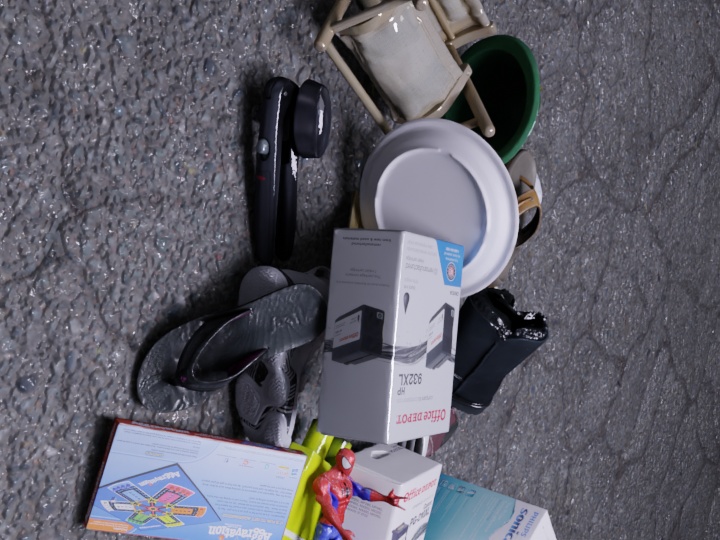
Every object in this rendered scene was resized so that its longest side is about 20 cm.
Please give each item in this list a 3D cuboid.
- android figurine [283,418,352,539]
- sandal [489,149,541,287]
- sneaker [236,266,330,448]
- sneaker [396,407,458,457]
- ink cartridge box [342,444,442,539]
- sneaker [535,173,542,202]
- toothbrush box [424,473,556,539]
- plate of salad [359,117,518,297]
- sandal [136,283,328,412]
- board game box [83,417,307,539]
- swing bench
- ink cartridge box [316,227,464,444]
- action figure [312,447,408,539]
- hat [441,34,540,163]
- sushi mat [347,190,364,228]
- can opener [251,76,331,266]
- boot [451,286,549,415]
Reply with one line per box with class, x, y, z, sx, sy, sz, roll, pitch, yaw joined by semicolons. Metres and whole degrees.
android figurine;-0.069;0.274;0.987;0.201;0.041;0.182;-65;154;-21
sandal;0.205;-0.068;1.140;0.082;0.054;0.201;52;50;-42
sneaker;-0.069;0.091;0.935;0.115;0.075;0.201;-10;104;-48
sneaker;0.097;0.159;1.175;0.115;0.075;0.201;2;105;-57
ink cartridge box;0.017;0.322;1.049;0.145;0.084;0.201;4;100;-66
sneaker;0.202;-0.084;1.238;0.115;0.075;0.201;14;83;-48
toothbrush box;0.136;0.365;1.150;0.147;0.199;0.086;-49;131;-34
plate of salad;0.086;-0.068;0.962;0.048;0.199;0.201;-25;116;-52
sandal;-0.124;0.070;0.832;0.200;0.048;0.076;-29;98;-7
board game box;-0.155;0.210;0.847;0.199;0.019;0.104;17;90;-29
swing bench;0.060;-0.267;0.985;0.199;0.129;0.201;50;36;-42
ink cartridge box;0.034;0.065;0.884;0.145;0.083;0.201;9;85;-60
action figure;-0.015;0.297;0.947;0.065;0.099;0.201;5;95;-53
hat;0.215;-0.205;1.136;0.175;0.165;0.201;11;65;-40
sushi mat;0.000;0.000;0.987;0.200;0.012;0.096;-82;152;-52
can opener;-0.084;-0.101;0.906;0.063;0.078;0.201;-4;113;-42
boot;0.100;0.075;1.024;0.077;0.199;0.169;-72;-173;-49
